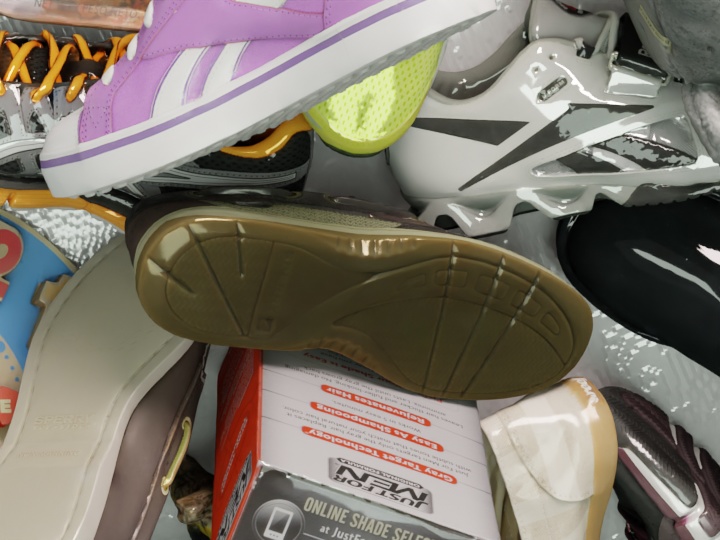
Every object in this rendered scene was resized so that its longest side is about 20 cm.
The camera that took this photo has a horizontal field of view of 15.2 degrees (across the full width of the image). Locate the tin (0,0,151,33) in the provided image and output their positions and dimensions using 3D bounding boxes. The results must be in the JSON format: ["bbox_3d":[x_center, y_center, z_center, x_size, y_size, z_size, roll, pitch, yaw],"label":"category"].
[{"bbox_3d":[-0.082,-0.154,1.092,0.199,0.042,0.113,7,114,-5],"label":"tin"}]

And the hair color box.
[{"bbox_3d":[-0.005,0.074,1.092,0.101,0.200,0.061,20,109,-8],"label":"hair color box"}]

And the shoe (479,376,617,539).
[{"bbox_3d":[0.074,0.135,1.171,0.053,0.070,0.201,-17,126,-24],"label":"shoe"}]

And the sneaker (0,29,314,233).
[{"bbox_3d":[-0.110,-0.065,1.098,0.199,0.078,0.077,16,129,-18],"label":"sneaker"}]

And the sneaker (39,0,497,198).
[{"bbox_3d":[-0.053,-0.107,1.011,0.200,0.073,0.115,-26,92,25],"label":"sneaker"}]

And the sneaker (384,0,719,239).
[{"bbox_3d":[0.104,-0.074,1.107,0.199,0.074,0.089,-12,110,4],"label":"sneaker"}]

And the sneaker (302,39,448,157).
[{"bbox_3d":[0.013,-0.136,1.036,0.078,0.090,0.201,6,109,-12],"label":"sneaker"}]

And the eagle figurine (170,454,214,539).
[{"bbox_3d":[-0.069,0.185,1.166,0.150,0.151,0.201,6,96,36],"label":"eagle figurine"}]

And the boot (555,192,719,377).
[{"bbox_3d":[0.177,0.040,1.105,0.198,0.163,0.074,29,105,-12],"label":"boot"}]

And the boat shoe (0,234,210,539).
[{"bbox_3d":[-0.102,0.064,1.107,0.071,0.201,0.060,0,137,23],"label":"boat shoe"}]

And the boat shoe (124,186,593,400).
[{"bbox_3d":[-0.001,0.001,1.089,0.200,0.066,0.072,10,117,-25],"label":"boat shoe"}]

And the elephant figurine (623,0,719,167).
[{"bbox_3d":[0.184,-0.172,1.054,0.199,0.142,0.155,-27,139,-8],"label":"elephant figurine"}]

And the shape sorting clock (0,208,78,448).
[{"bbox_3d":[-0.186,0.060,1.115,0.199,0.039,0.201,9,70,-24],"label":"shape sorting clock"}]

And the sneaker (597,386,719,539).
[{"bbox_3d":[0.134,0.152,1.194,0.115,0.076,0.200,-38,107,15],"label":"sneaker"}]
